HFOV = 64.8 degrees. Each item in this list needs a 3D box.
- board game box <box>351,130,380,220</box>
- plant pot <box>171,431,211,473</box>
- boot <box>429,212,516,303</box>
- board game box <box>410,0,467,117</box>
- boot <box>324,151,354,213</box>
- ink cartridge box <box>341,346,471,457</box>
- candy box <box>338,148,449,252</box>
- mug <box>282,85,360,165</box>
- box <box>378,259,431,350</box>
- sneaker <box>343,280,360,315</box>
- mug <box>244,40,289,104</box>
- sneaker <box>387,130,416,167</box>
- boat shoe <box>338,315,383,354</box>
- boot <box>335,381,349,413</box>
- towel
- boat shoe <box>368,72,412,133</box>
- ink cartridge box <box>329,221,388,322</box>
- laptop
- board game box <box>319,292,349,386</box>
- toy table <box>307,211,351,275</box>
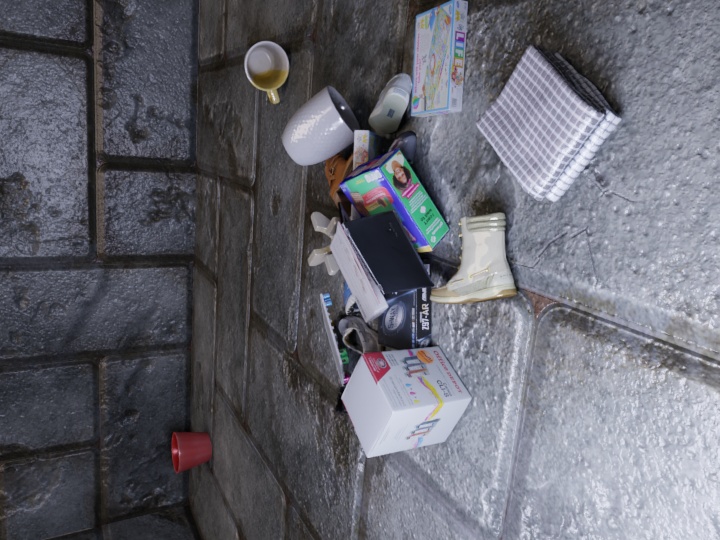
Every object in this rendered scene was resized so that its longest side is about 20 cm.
[{"bbox_3d":[0.014,-0.215,1.323,0.134,0.033,0.205,-30,-57,-75],"label":"board game box"},{"bbox_3d":[-0.876,0.931,2.952,0.199,0.174,0.206,7,98,61],"label":"plant pot"},{"bbox_3d":[0.200,-0.019,1.058,0.198,0.071,0.159,-14,80,55],"label":"boot"},{"bbox_3d":[0.157,-0.422,1.147,0.134,0.034,0.205,17,106,60],"label":"board game box"},{"bbox_3d":[-0.043,-0.270,1.480,0.202,0.072,0.157,-62,38,39],"label":"boot"},{"bbox_3d":[0.091,0.259,1.144,0.146,0.196,0.147,58,136,40],"label":"ink cartridge box"},{"bbox_3d":[0.069,-0.133,1.183,0.201,0.077,0.168,53,154,-16],"label":"candy box"},{"bbox_3d":[-0.099,-0.357,1.467,0.173,0.200,0.150,-31,86,20],"label":"mug"},{"bbox_3d":[0.097,0.075,1.275,0.159,0.043,0.205,6,97,60],"label":"box"},{"bbox_3d":[-0.004,0.023,1.421,0.090,0.077,0.201,65,144,31],"label":"sneaker"},{"bbox_3d":[-0.332,-0.675,1.912,0.153,0.146,0.190,48,126,59],"label":"mug"},{"bbox_3d":[0.097,-0.208,1.248,0.088,0.073,0.202,58,151,27],"label":"sneaker"},{"bbox_3d":[-0.016,0.166,1.459,0.199,0.068,0.073,23,112,59],"label":"boat shoe"},{"bbox_3d":[0.017,0.307,1.315,0.199,0.159,0.075,-56,45,46],"label":"boot"},{"bbox_3d":[0.280,-0.233,0.884,0.202,0.084,0.167,64,142,36],"label":"towel"},{"bbox_3d":[0.072,-0.371,1.266,0.201,0.069,0.073,146,147,-75],"label":"boat shoe"},{"bbox_3d":[0.000,0.000,1.255,0.203,0.044,0.176,64,164,10],"label":"ink cartridge box"},{"bbox_3d":[0.049,-0.058,1.193,0.189,0.114,0.201,59,-172,-26],"label":"laptop"},{"bbox_3d":[-0.066,0.188,1.518,0.201,0.025,0.203,90,163,-61],"label":"board game box"},{"bbox_3d":[-0.054,-0.069,1.469,0.186,0.115,0.202,62,141,37],"label":"toy table"}]
